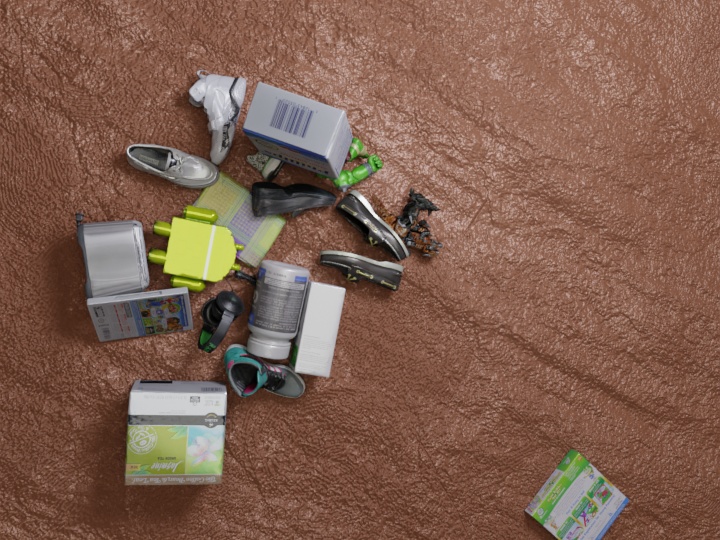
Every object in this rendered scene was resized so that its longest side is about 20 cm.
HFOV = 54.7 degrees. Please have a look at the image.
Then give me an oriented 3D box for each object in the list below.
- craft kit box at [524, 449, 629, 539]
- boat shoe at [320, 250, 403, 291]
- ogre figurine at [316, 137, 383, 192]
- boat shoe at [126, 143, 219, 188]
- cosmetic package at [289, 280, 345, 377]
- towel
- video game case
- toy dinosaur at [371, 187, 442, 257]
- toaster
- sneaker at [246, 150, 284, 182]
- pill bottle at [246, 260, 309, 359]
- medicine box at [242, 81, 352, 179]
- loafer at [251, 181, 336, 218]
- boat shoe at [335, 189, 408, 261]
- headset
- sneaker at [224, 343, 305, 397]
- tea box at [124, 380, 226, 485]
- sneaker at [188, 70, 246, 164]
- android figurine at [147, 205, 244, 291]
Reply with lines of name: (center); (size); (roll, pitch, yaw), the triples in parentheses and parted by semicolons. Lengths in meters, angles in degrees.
craft kit box: (0.548, 0.594, 1.760); (0.197, 0.048, 0.200); (43, 82, -13)
boat shoe: (0.000, 0.000, 1.595); (0.199, 0.072, 0.061); (12, 84, -14)
ogre figurine: (-0.060, -0.264, 1.570); (0.200, 0.098, 0.120); (46, 70, -22)
boat shoe: (-0.403, -0.230, 1.496); (0.198, 0.066, 0.073); (19, 84, -7)
cosmetic package: (-0.098, 0.128, 1.563); (0.084, 0.108, 0.202); (10, 87, -12)
towel: (-0.281, -0.115, 1.558); (0.199, 0.023, 0.144); (34, 83, -12)
video game case: (-0.460, 0.094, 1.469); (0.198, 0.144, 0.018); (-7, 54, -13)
toy dinosaur: (0.115, -0.112, 1.620); (0.199, 0.102, 0.136); (30, 102, -34)
toaster: (-0.516, -0.030, 1.459); (0.128, 0.114, 0.202); (-8, 93, -17)
sneaker: (-0.188, -0.303, 1.554); (0.088, 0.077, 0.201); (30, 82, -4)
pill bottle: (-0.185, 0.086, 1.534); (0.113, 0.114, 0.202); (12, 94, -13)
medicine box: (-0.122, -0.279, 1.418); (0.181, 0.200, 0.104); (19, 86, 5)
loafer: (-0.151, -0.154, 1.567); (0.198, 0.073, 0.073); (2, 112, -21)
boat shoe: (0.027, -0.092, 1.600); (0.061, 0.072, 0.201); (-42, 87, -16)
headset: (-0.288, 0.090, 1.518); (0.094, 0.123, 0.201); (28, 60, -23)
sneaker: (-0.211, 0.239, 1.523); (0.199, 0.121, 0.084); (28, 103, -11)
tea box: (-0.391, 0.342, 1.484); (0.198, 0.134, 0.199); (3, 91, -13)
sneaker: (-0.325, -0.338, 1.518); (0.114, 0.075, 0.202); (15, 83, -13)
android figurine: (-0.354, -0.045, 1.512); (0.198, 0.041, 0.184); (9, 94, -13)
